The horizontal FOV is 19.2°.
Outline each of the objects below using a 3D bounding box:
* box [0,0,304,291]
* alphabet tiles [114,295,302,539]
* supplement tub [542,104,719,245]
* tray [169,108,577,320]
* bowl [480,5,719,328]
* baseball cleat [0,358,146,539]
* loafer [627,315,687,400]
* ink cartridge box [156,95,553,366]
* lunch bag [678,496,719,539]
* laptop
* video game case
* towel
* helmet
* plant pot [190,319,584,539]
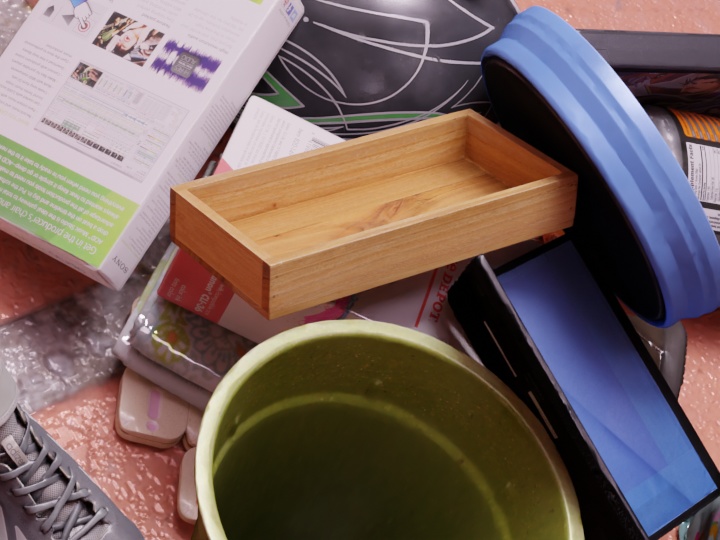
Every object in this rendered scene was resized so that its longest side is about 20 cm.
[{"bbox_3d":[-0.143,-0.102,1.220,0.144,0.036,0.200,26,75,28],"label":"box"},{"bbox_3d":[-0.043,0.077,1.243,0.199,0.015,0.196,15,49,-16],"label":"alphabet tiles"},{"bbox_3d":[0.225,-0.039,1.385,0.199,0.123,0.123,9,53,-19],"label":"supplement tub"},{"bbox_3d":[0.008,-0.033,1.139,0.199,0.037,0.099,-16,34,-32],"label":"tray"},{"bbox_3d":[0.134,-0.055,1.203,0.039,0.201,0.201,-33,71,-5],"label":"bowl"},{"bbox_3d":[-0.179,0.107,1.096,0.200,0.107,0.070,39,62,12],"label":"baseball cleat"},{"bbox_3d":[0.151,0.106,1.286,0.071,0.073,0.200,15,45,-2],"label":"loafer"},{"bbox_3d":[0.000,0.000,1.207,0.199,0.068,0.117,26,50,-5],"label":"ink cartridge box"},{"bbox_3d":[0.284,0.170,1.208,0.170,0.200,0.122,28,49,-3],"label":"lunch bag"},{"bbox_3d":[0.132,0.061,1.128,0.103,0.200,0.178,-30,84,-8],"label":"laptop"},{"bbox_3d":[0.179,-0.118,1.387,0.199,0.181,0.026,-1,79,-26],"label":"video game case"},{"bbox_3d":[-0.028,0.033,1.246,0.199,0.048,0.171,28,50,-3],"label":"towel"},{"bbox_3d":[-0.002,-0.146,1.313,0.199,0.200,0.191,6,46,-22],"label":"helmet"},{"bbox_3d":[-0.016,0.159,1.080,0.199,0.190,0.201,12,53,-17],"label":"plant pot"}]
